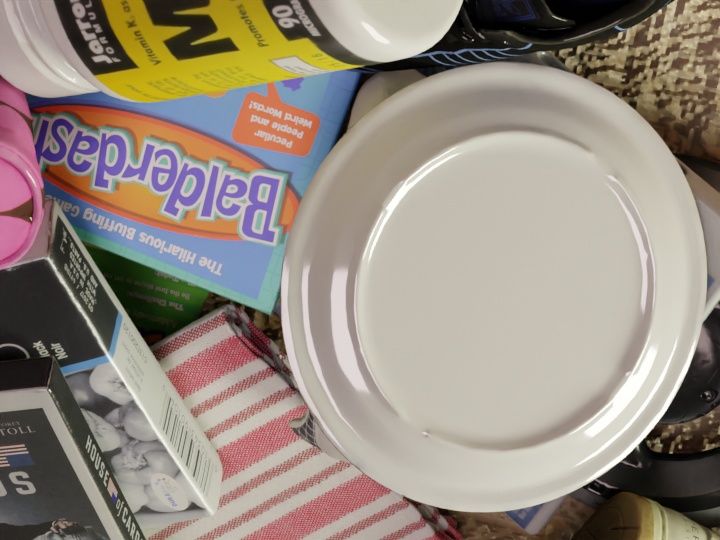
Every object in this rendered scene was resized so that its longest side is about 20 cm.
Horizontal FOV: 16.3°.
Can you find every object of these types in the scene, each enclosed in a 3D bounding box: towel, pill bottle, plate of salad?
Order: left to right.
[{"bbox_3d":[-0.064,-0.131,1.047,0.199,0.114,0.115,-7,119,37],"label":"pill bottle"},{"bbox_3d":[-0.059,0.111,1.307,0.146,0.030,0.200,-30,118,27],"label":"towel"},{"bbox_3d":[0.058,0.007,1.120,0.198,0.048,0.202,-2,99,-16],"label":"plate of salad"}]

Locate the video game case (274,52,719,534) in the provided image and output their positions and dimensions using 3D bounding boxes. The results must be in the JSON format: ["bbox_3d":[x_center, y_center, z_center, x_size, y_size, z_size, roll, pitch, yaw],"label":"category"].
[{"bbox_3d":[0.068,-0.001,1.201,0.182,0.022,0.201,40,122,11],"label":"video game case"}]

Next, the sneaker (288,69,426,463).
[{"bbox_3d":[0.000,0.000,1.186,0.080,0.076,0.202,15,112,34],"label":"sneaker"}]

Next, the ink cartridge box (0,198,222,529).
[{"bbox_3d":[-0.196,0.065,1.233,0.199,0.044,0.199,-12,134,19],"label":"ink cartridge box"}]

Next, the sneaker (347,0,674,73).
[{"bbox_3d":[0.051,-0.123,1.070,0.199,0.078,0.071,-13,103,25],"label":"sneaker"}]

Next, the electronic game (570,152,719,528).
[{"bbox_3d":[0.147,0.036,1.225,0.198,0.042,0.201,8,117,16],"label":"electronic game"}]

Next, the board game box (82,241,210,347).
[{"bbox_3d":[-0.115,-0.014,1.263,0.095,0.030,0.201,27,118,-3],"label":"board game box"}]

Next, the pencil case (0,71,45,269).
[{"bbox_3d":[-0.195,-0.082,1.146,0.090,0.201,0.094,-8,134,-6],"label":"pencil case"}]

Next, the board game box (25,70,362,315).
[{"bbox_3d":[-0.075,-0.099,1.173,0.151,0.045,0.201,21,110,0],"label":"board game box"}]

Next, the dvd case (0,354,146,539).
[{"bbox_3d":[-0.190,0.120,1.241,0.149,0.025,0.201,-7,137,13],"label":"dvd case"}]

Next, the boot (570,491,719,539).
[{"bbox_3d":[0.160,0.192,1.292,0.154,0.072,0.200,16,142,-16],"label":"boot"}]
